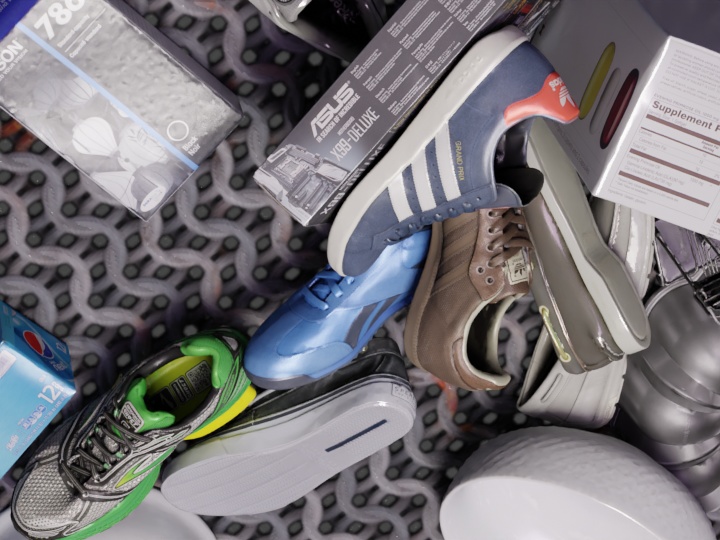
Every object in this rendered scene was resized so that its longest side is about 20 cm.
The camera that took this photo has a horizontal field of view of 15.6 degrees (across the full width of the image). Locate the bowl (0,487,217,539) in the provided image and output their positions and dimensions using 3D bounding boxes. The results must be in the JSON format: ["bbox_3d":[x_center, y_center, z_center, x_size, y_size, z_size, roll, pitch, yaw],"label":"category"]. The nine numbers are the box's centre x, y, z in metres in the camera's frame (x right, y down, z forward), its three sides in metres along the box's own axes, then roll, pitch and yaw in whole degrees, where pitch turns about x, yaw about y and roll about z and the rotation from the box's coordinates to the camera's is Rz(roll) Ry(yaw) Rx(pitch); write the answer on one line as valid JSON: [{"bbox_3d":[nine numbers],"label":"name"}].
[{"bbox_3d":[-0.181,0.252,1.819,0.200,0.090,0.202,-5,117,-11],"label":"bowl"}]

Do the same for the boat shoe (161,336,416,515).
[{"bbox_3d":[-0.047,0.107,1.791,0.199,0.071,0.072,-23,134,22],"label":"boat shoe"}]

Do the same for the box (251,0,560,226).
[{"bbox_3d":[0.032,-0.116,1.647,0.050,0.158,0.200,44,103,8],"label":"box"}]

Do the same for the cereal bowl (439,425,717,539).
[{"bbox_3d":[0.160,0.174,1.827,0.199,0.084,0.201,19,146,14],"label":"cereal bowl"}]

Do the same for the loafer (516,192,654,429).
[{"bbox_3d":[0.153,0.015,1.788,0.069,0.070,0.201,5,110,-13],"label":"loafer"}]

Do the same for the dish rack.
[{"bbox_3d":[0.273,-0.020,1.726,0.153,0.200,0.055,-27,111,2],"label":"dish rack"}]

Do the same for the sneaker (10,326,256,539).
[{"bbox_3d":[-0.158,0.104,1.743,0.200,0.085,0.078,-42,76,5],"label":"sneaker"}]

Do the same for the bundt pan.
[{"bbox_3d":[0.276,0.089,1.840,0.201,0.076,0.203,-6,121,-9],"label":"bundt pan"}]

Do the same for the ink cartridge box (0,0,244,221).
[{"bbox_3d":[-0.177,-0.127,1.663,0.200,0.039,0.099,38,103,-25],"label":"ink cartridge box"}]

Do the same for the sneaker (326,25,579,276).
[{"bbox_3d":[0.057,-0.052,1.604,0.084,0.075,0.200,43,122,7],"label":"sneaker"}]

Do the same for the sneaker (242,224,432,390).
[{"bbox_3d":[0.000,0.000,1.725,0.200,0.066,0.079,-33,136,-15],"label":"sneaker"}]

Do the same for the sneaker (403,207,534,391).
[{"bbox_3d":[0.084,-0.019,1.675,0.070,0.075,0.201,-16,123,-46],"label":"sneaker"}]

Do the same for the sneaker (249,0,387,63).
[{"bbox_3d":[-0.054,-0.199,1.628,0.200,0.089,0.074,35,105,-24],"label":"sneaker"}]

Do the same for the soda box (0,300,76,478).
[{"bbox_3d":[-0.276,0.120,1.744,0.064,0.068,0.200,37,103,-25],"label":"soda box"}]

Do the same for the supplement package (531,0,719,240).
[{"bbox_3d":[0.208,-0.110,1.663,0.155,0.200,0.111,19,109,-19],"label":"supplement package"}]

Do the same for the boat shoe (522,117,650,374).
[{"bbox_3d":[0.121,-0.029,1.729,0.060,0.072,0.202,-27,86,24],"label":"boat shoe"}]
